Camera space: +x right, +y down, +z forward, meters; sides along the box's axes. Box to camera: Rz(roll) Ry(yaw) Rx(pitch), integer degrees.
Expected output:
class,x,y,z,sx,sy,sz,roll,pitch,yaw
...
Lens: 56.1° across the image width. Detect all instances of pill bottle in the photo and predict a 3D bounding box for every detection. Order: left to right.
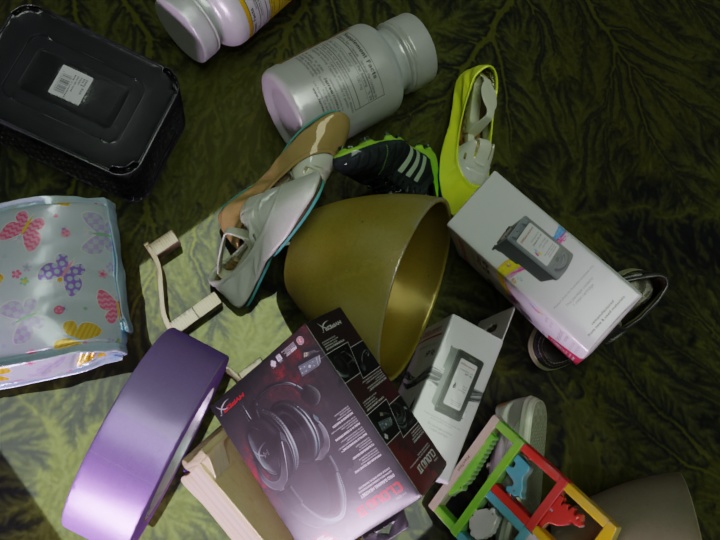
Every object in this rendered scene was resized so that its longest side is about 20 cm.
class,x,y,z,sx,sy,sz,roll,pitch,yaw
pill bottle,-0.147,-0.350,0.819,0.112,0.113,0.200,42,73,1
pill bottle,-0.010,-0.228,0.815,0.198,0.114,0.116,-31,84,-16

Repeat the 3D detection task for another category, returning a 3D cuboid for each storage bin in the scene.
class,x,y,z,sx,sy,sz,roll,pitch,yaw
storage bin,-0.312,-0.184,0.761,0.197,0.094,0.137,24,74,-5

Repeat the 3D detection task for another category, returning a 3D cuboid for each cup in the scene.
class,x,y,z,sx,sy,sz,roll,pitch,yaw
cup,0.279,0.322,0.720,0.140,0.200,0.205,-5,77,15

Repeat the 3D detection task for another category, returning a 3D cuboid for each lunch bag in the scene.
class,x,y,z,sx,sy,sz,roll,pitch,yaw
lunch bag,-0.338,0.026,0.693,0.196,0.127,0.173,-13,77,-3

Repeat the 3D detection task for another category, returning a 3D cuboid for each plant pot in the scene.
class,x,y,z,sx,sy,sz,roll,pitch,yaw
plant pot,0.000,0.000,0.741,0.140,0.201,0.203,18,73,19

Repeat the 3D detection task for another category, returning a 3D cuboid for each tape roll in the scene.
class,x,y,z,sx,sy,sz,roll,pitch,yaw
tape roll,-0.199,0.160,0.646,0.065,0.200,0.203,27,74,-3

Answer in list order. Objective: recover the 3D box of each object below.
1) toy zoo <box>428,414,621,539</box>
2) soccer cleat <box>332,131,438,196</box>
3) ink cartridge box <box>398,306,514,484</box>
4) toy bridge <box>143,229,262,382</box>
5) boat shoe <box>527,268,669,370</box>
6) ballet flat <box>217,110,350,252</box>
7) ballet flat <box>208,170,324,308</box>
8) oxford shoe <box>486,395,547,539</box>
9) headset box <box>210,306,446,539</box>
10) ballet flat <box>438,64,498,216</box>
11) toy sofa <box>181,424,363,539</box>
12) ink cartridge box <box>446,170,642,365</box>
class,x,y,z,sx,sy,sz,roll,pitch,yaw
toy zoo,0.175,0.267,0.703,0.199,0.020,0.132,40,99,39
soccer cleat,0.040,-0.108,0.776,0.199,0.067,0.083,-7,84,-57
ink cartridge box,0.091,0.124,0.753,0.067,0.116,0.203,27,73,-4
toy bridge,-0.187,0.050,0.764,0.067,0.027,0.201,-35,85,-15
boat shoe,0.293,0.053,0.833,0.198,0.065,0.074,-34,86,-15
ballet flat,-0.078,-0.092,0.758,0.199,0.068,0.064,-39,61,21
ballet flat,-0.110,-0.036,0.719,0.068,0.201,0.070,23,39,-20
oxford shoe,0.172,0.244,0.775,0.057,0.075,0.205,3,82,36
headset box,-0.027,0.164,0.641,0.148,0.077,0.202,-39,80,26
ballet flat,0.142,-0.168,0.850,0.066,0.067,0.204,16,73,-26
toy sofa,-0.094,0.249,0.717,0.201,0.098,0.083,49,49,3
ink cartridge box,0.199,0.002,0.757,0.200,0.148,0.086,43,90,19
